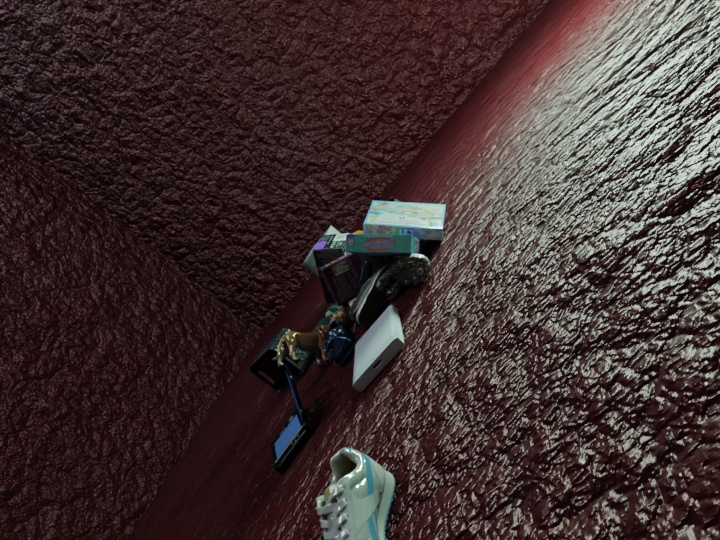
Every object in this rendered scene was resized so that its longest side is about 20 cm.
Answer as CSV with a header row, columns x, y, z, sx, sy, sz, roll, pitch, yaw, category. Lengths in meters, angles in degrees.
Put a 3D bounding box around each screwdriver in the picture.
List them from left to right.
x,y,z,sx,sy,sz,roll,pitch,yaw,category
-0.001,0.070,1.340,0.028,0.029,0.202,2,-73,-50,screwdriver

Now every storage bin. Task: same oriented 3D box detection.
x,y,z,sx,sy,sz,roll,pitch,yaw,category
-0.252,0.289,1.640,0.200,0.135,0.094,-43,11,45,storage bin

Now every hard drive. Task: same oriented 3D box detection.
x,y,z,sx,sy,sz,roll,pitch,yaw,category
0.035,0.155,1.062,0.132,0.027,0.200,-49,8,11,hard drive

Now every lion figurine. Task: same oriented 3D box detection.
x,y,z,sx,sy,sz,roll,pitch,yaw,category
-0.148,0.197,1.392,0.073,0.198,0.124,-49,42,46,lion figurine
-0.011,0.092,1.487,0.199,0.073,0.123,-39,-8,-15,lion figurine

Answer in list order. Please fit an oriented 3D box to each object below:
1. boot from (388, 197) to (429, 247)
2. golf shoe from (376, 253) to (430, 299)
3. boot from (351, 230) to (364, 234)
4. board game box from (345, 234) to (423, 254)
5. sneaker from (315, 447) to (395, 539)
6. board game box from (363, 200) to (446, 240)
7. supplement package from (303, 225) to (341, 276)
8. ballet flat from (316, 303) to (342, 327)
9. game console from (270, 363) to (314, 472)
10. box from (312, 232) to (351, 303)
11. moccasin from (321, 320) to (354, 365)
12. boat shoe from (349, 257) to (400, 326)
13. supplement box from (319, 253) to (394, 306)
x,y,z,sx,sy,sz,roll,pitch,yaw,category
0.126,-0.126,1.396,0.078,0.138,0.200,-48,10,12,boot
0.111,-0.008,1.204,0.097,0.078,0.200,-48,7,-31,golf shoe
-0.012,-0.044,1.508,0.199,0.145,0.071,-22,-33,-22,boot
0.063,-0.058,1.226,0.200,0.150,0.046,6,-94,-74,board game box
-0.015,0.289,0.570,0.077,0.081,0.200,-46,11,20,sneaker
0.116,-0.131,1.312,0.135,0.197,0.035,-69,-20,-54,board game box
-0.092,-0.041,1.988,0.147,0.199,0.191,-49,8,14,supplement package
-0.080,0.140,1.625,0.068,0.068,0.200,-42,1,-38,ballet flat
-0.177,0.326,1.159,0.176,0.116,0.200,-52,8,-9,game console
-0.073,-0.008,1.698,0.105,0.202,0.123,-3,28,18,box
-0.063,0.184,1.313,0.081,0.068,0.200,-50,9,3,moccasin
0.039,0.047,1.306,0.202,0.072,0.060,-55,31,-15,boat shoe
0.000,0.000,1.386,0.198,0.111,0.086,-26,6,-6,supplement box
